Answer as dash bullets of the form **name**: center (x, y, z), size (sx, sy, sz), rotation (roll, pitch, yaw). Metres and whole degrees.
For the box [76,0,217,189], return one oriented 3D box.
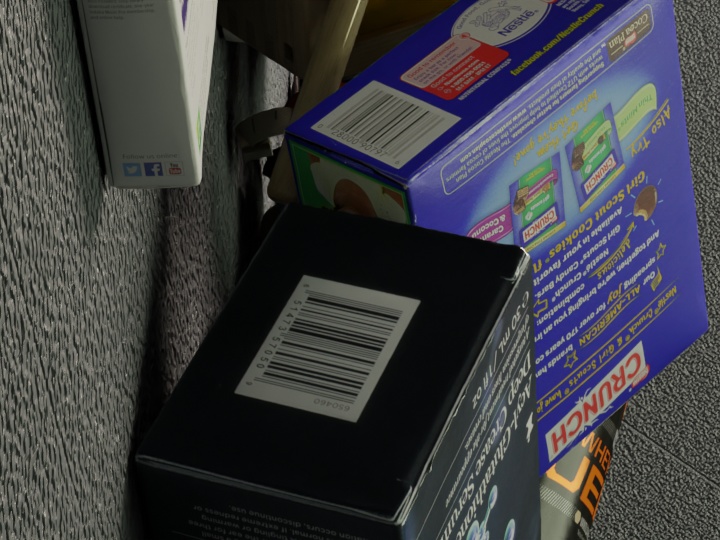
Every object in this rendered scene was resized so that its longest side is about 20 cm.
- **box**: center (-0.075, -0.149, 0.807), size (0.145, 0.036, 0.201), rotation (-88, 176, -47)

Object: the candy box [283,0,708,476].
- **candy box**: center (0.065, -0.014, 1.048), size (0.169, 0.077, 0.201), rotation (-38, 134, -29)

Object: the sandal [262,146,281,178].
- **sandal**: center (0.027, -0.080, 1.313), size (0.199, 0.081, 0.055), rotation (-25, -128, 49)

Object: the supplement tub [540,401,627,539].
- **supplement tub**: center (0.060, 0.092, 1.187), size (0.123, 0.122, 0.201), rotation (80, 27, -68)

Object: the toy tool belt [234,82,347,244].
- **toy tool belt**: center (0.000, 0.000, 1.265), size (0.200, 0.124, 0.124), rotation (79, 1, -66)

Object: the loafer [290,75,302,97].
- **loafer**: center (-0.022, -0.080, 1.506), size (0.200, 0.071, 0.063), rotation (-100, 166, -70)

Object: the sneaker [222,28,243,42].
- **sneaker**: center (-0.011, -0.184, 1.248), size (0.201, 0.113, 0.073), rotation (-90, 175, -46)

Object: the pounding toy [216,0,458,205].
- **pounding toy**: center (0.007, -0.161, 1.046), size (0.142, 0.199, 0.185), rotation (36, -41, 48)

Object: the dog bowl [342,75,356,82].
- **dog bowl**: center (0.030, -0.197, 1.358), size (0.200, 0.073, 0.202), rotation (-17, -112, 52)

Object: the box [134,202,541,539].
- **box**: center (-0.001, 0.103, 0.954), size (0.149, 0.106, 0.201), rotation (-61, 155, -42)
